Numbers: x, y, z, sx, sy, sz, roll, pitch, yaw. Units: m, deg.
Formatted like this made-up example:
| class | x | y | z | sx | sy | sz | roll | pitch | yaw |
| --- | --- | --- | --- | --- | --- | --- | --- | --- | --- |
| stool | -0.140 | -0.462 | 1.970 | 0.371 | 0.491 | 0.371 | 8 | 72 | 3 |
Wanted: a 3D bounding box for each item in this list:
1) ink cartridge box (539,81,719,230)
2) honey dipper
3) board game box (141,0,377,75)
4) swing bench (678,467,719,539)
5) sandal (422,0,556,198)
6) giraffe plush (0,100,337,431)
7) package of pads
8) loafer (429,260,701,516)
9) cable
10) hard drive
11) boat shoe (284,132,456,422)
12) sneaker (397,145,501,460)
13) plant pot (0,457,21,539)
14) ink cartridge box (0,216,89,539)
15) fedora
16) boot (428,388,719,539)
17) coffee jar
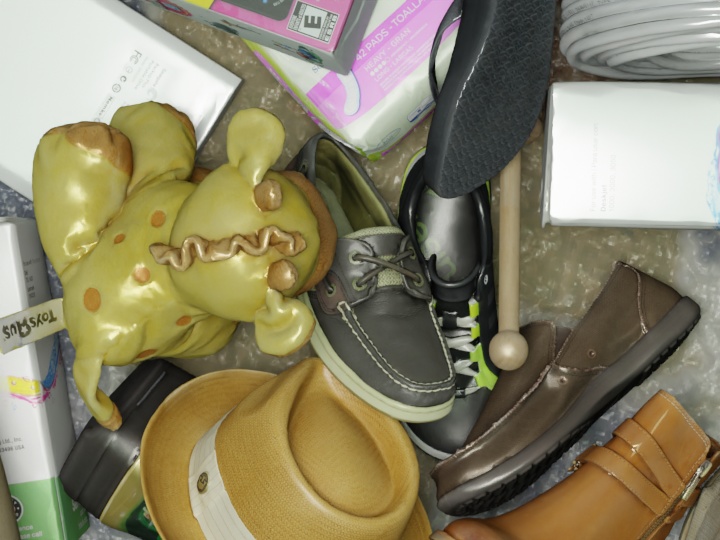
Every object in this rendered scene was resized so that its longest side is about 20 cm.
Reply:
| class | x | y | z | sx | sy | sz | roll | pitch | yaw |
| --- | --- | --- | --- | --- | --- | --- | --- | --- | --- |
| ink cartridge box | 0.202 | -0.065 | 1.223 | 0.199 | 0.145 | 0.085 | 0 | 93 | 3 |
| honey dipper | 0.086 | -0.035 | 1.237 | 0.038 | 0.038 | 0.200 | 2 | 61 | 3 |
| board game box | -0.077 | -0.215 | 1.208 | 0.200 | 0.064 | 0.148 | 20 | 89 | 12 |
| swing bench | 0.272 | 0.162 | 1.204 | 0.200 | 0.199 | 0.130 | -16 | 92 | 3 |
| sandal | 0.074 | -0.137 | 1.193 | 0.043 | 0.076 | 0.201 | 32 | 117 | 39 |
| giraffe plush | -0.086 | -0.017 | 1.179 | 0.162 | 0.200 | 0.173 | -15 | 112 | 34 |
| package of pads | -0.009 | -0.181 | 1.262 | 0.154 | 0.068 | 0.200 | -42 | 82 | 4 |
| loafer | 0.110 | 0.068 | 1.266 | 0.200 | 0.073 | 0.071 | -39 | 77 | -18 |
| cable | 0.210 | -0.150 | 1.192 | 0.199 | 0.200 | 0.069 | -3 | 88 | 9 |
| hard drive | -0.190 | -0.114 | 1.305 | 0.200 | 0.027 | 0.132 | 32 | 95 | 1 |
| boat shoe | 0.001 | 0.000 | 1.227 | 0.072 | 0.201 | 0.066 | -3 | 134 | -29 |
| sneaker | 0.046 | 0.018 | 1.268 | 0.072 | 0.083 | 0.201 | -4 | 93 | 4 |
| plant pot | -0.270 | 0.118 | 1.174 | 0.187 | 0.187 | 0.201 | -2 | 81 | 4 |
| ink cartridge box | -0.254 | 0.075 | 1.289 | 0.144 | 0.084 | 0.201 | -9 | 93 | 4 |
| fedora | -0.025 | 0.115 | 1.194 | 0.200 | 0.201 | 0.082 | 35 | 124 | 1 |
| boot | 0.128 | 0.131 | 1.222 | 0.155 | 0.200 | 0.074 | -48 | 65 | 6 |
| coffee jar | -0.076 | 0.141 | 1.270 | 0.200 | 0.104 | 0.085 | 35 | 126 | 1 |
